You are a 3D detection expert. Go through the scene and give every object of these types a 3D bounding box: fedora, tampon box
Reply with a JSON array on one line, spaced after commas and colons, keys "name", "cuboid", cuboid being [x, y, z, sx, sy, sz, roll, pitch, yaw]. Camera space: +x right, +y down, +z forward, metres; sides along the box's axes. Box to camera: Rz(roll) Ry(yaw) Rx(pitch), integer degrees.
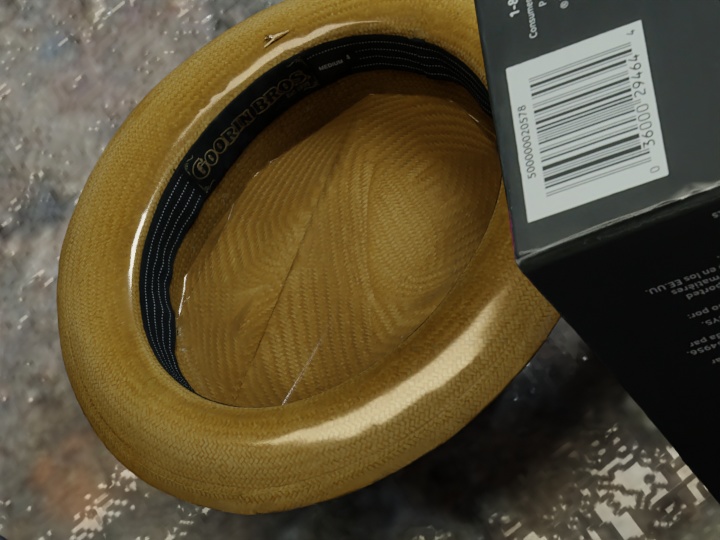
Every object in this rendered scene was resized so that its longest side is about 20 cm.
[{"name": "fedora", "cuboid": [0.000, 0.000, 0.946, 0.200, 0.082, 0.201, -13, 53, 18]}, {"name": "tampon box", "cuboid": [0.127, -0.036, 0.824, 0.126, 0.200, 0.151, -19, 55, 18]}]

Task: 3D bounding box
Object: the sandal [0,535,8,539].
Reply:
[{"name": "sandal", "cuboid": [-0.127, 0.182, 0.942, 0.076, 0.043, 0.201, -16, 66, 27]}]
